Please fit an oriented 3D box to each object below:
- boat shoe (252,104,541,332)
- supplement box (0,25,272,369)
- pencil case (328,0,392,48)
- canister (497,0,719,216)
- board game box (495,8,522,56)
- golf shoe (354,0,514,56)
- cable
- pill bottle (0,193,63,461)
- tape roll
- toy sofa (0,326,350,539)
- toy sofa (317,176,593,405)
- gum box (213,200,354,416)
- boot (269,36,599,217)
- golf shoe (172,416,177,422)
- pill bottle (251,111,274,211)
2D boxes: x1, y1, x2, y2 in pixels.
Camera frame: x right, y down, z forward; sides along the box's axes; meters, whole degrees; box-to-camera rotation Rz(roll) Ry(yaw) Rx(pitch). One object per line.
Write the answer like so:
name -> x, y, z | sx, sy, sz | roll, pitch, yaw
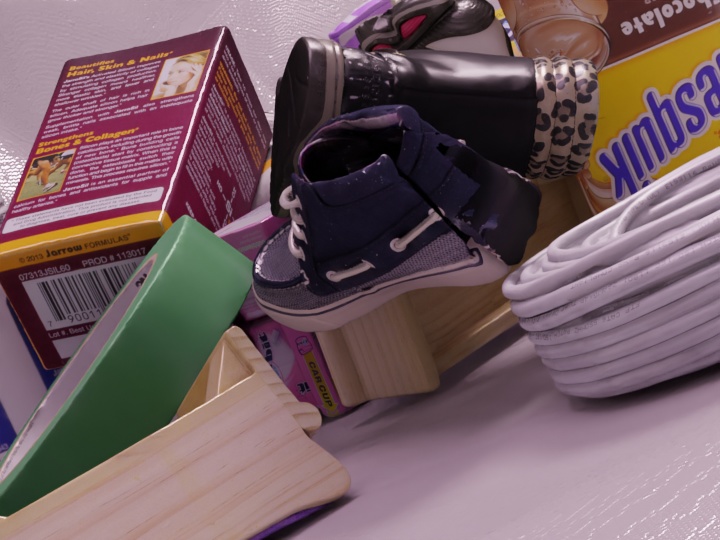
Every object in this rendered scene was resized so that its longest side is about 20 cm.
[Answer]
boat shoe -> -0.009, -0.030, 1.388 | 0.200, 0.093, 0.075 | -17, 45, 49
supplement box -> -0.129, -0.045, 1.685 | 0.110, 0.086, 0.200 | -11, 35, 19
pencil case -> 0.064, -0.088, 1.769 | 0.084, 0.200, 0.085 | -40, 7, -24
canister -> 0.159, -0.108, 1.502 | 0.148, 0.201, 0.087 | -22, 6, 29
board game box -> 0.146, -0.113, 1.853 | 0.165, 0.057, 0.199 | 25, -33, -39
golf shoe -> 0.020, -0.092, 1.585 | 0.077, 0.088, 0.200 | -34, 0, -27
cable -> 0.163, -0.010, 1.296 | 0.199, 0.069, 0.200 | -29, 6, -26
pill bottle -> -0.217, 0.046, 1.721 | 0.119, 0.201, 0.120 | -24, 6, 3
tape roll -> -0.129, 0.065, 1.506 | 0.201, 0.048, 0.200 | -53, 8, 11
toy sofa -> -0.107, 0.118, 1.316 | 0.200, 0.098, 0.083 | -30, -17, -37
toy sofa -> 0.048, -0.006, 1.560 | 0.097, 0.083, 0.200 | -10, 16, 44
gum box -> 0.000, 0.000, 1.637 | 0.066, 0.114, 0.200 | -19, 9, 43
boot -> 0.033, -0.067, 1.478 | 0.153, 0.074, 0.204 | 3, -10, -5
golf shoe -> -0.055, 0.056, 1.682 | 0.200, 0.073, 0.092 | -27, 35, -35
pill bottle -> -0.057, -0.038, 1.837 | 0.116, 0.117, 0.200 | -27, 21, -16
